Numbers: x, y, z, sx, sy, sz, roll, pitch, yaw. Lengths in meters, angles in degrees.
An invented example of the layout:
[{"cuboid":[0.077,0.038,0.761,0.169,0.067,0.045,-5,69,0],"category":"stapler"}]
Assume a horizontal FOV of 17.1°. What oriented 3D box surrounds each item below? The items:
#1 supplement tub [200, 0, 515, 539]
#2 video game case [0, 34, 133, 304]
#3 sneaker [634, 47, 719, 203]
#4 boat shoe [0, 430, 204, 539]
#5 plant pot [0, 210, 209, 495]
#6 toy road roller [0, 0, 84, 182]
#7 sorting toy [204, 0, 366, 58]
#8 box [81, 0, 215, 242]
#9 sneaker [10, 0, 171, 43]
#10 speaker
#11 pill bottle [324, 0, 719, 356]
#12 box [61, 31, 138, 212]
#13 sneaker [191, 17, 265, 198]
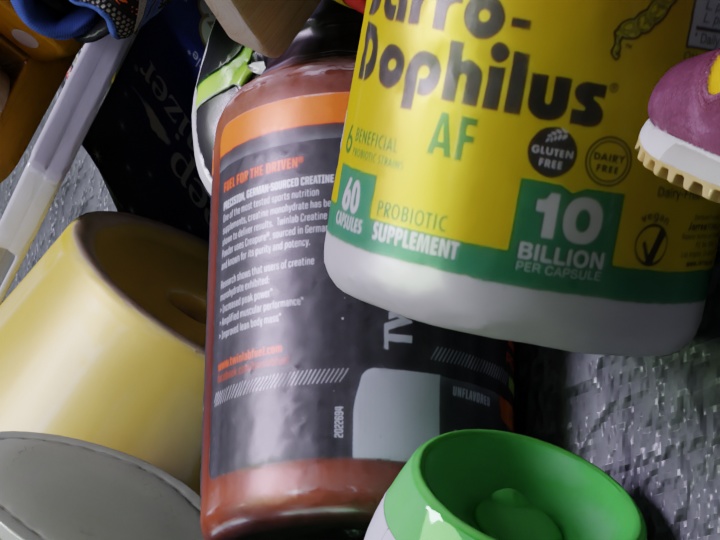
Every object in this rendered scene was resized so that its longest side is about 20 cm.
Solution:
[{"cuboid":[0.000,0.000,0.819,0.107,0.107,0.201,141,133,-62],"category":"supplement tub"},{"cuboid":[-0.143,-0.032,1.043,0.200,0.018,0.143,-55,12,47],"category":"video game case"},{"cuboid":[0.136,-0.046,0.538,0.200,0.075,0.090,21,95,63],"category":"sneaker"},{"cuboid":[-0.061,0.123,0.851,0.072,0.201,0.061,-47,-22,-53],"category":"boat shoe"},{"cuboid":[-0.104,0.087,0.974,0.189,0.200,0.201,-60,27,16],"category":"plant pot"},{"cuboid":[-0.164,-0.144,1.104,0.146,0.123,0.200,-8,50,53],"category":"toy road roller"},{"cuboid":[0.013,-0.180,0.728,0.200,0.070,0.199,-56,-25,-11],"category":"sorting toy"},{"cuboid":[-0.062,-0.046,1.034,0.121,0.032,0.200,56,146,15],"category":"box"},{"cuboid":[-0.119,-0.132,0.958,0.079,0.075,0.200,-58,23,-9],"category":"sneaker"},{"cuboid":[0.023,0.152,0.738,0.088,0.088,0.200,-118,40,-57],"category":"speaker"},{"cuboid":[0.059,-0.085,0.681,0.113,0.112,0.201,-150,69,-68],"category":"pill bottle"},{"cuboid":[-0.099,-0.129,1.209,0.200,0.048,0.159,-122,43,-59],"category":"box"},{"cuboid":[-0.024,-0.116,0.905,0.083,0.072,0.201,29,-105,-77],"category":"sneaker"}]
